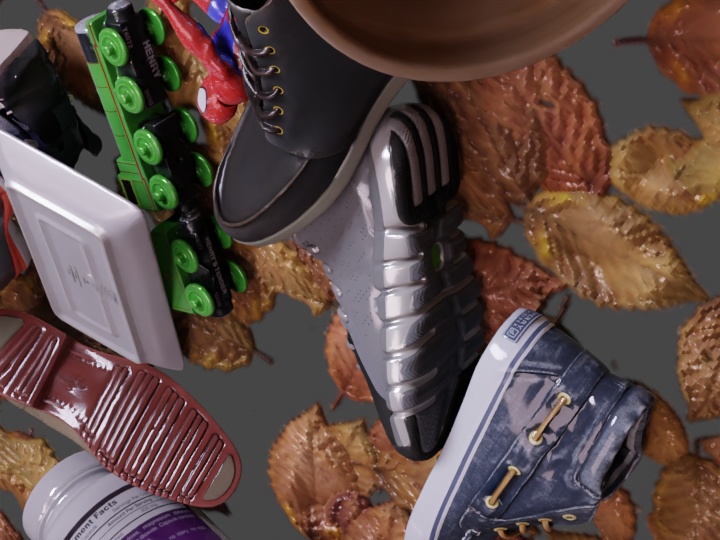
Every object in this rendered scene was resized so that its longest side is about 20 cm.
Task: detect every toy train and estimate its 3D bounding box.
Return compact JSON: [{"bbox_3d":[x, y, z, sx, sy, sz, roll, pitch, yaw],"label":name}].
[{"bbox_3d":[-0.116,-0.062,1.002,0.056,0.042,0.201,11,127,44],"label":"toy train"}]

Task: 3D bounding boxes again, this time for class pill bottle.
[{"bbox_3d":[-0.133,0.207,1.135,0.200,0.112,0.113,38,138,32],"label":"pill bottle"}]

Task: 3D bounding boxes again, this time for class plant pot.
[{"bbox_3d":[0.040,-0.188,0.724,0.093,0.200,0.202,-119,25,-48],"label":"plant pot"}]

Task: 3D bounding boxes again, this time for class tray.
[{"bbox_3d":[-0.163,-0.002,1.039,0.107,0.022,0.200,28,155,16],"label":"tray"}]

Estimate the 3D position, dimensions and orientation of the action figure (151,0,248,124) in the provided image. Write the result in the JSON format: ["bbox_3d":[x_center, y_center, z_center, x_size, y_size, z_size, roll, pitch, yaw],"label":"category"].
[{"bbox_3d":[-0.071,-0.161,0.878,0.099,0.065,0.201,29,133,9],"label":"action figure"}]

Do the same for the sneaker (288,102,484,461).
[{"bbox_3d":[0.000,0.000,0.943,0.115,0.075,0.201,13,117,36],"label":"sneaker"}]

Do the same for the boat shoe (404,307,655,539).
[{"bbox_3d":[0.089,0.120,0.950,0.091,0.071,0.201,33,133,19],"label":"boat shoe"}]

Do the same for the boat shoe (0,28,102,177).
[{"bbox_3d":[-0.243,-0.094,1.054,0.199,0.075,0.093,12,144,44],"label":"boat shoe"}]

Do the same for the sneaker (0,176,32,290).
[{"bbox_3d":[-0.253,-0.019,1.052,0.077,0.082,0.200,22,160,17],"label":"sneaker"}]

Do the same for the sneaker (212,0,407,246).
[{"bbox_3d":[-0.042,-0.097,0.842,0.200,0.106,0.075,-53,48,29],"label":"sneaker"}]

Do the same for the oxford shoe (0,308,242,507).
[{"bbox_3d":[-0.163,0.089,1.141,0.199,0.071,0.075,33,170,4],"label":"oxford shoe"}]
